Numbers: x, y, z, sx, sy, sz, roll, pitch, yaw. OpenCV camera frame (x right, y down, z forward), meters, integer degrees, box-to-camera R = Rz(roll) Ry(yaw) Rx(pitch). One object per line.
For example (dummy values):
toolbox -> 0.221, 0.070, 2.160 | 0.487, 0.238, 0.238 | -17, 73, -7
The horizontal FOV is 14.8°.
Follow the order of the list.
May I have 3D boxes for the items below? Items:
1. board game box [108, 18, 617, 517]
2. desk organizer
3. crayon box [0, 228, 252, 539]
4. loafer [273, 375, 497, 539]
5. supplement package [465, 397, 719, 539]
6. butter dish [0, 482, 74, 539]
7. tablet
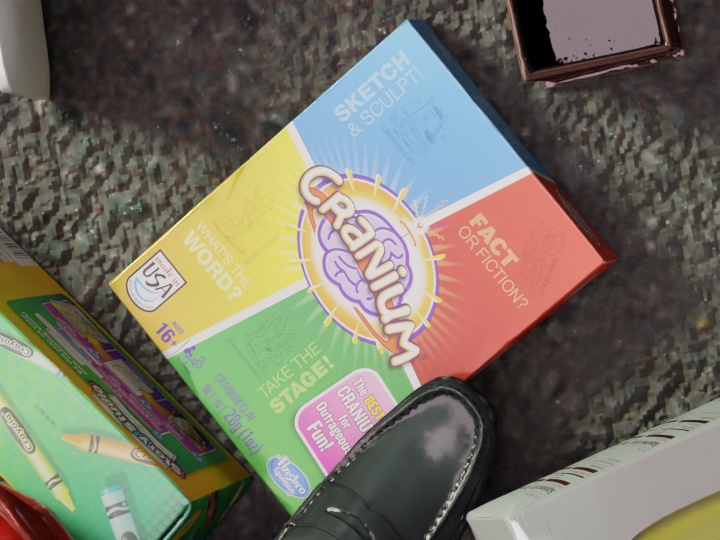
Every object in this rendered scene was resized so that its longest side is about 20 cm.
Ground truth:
board game box -> 0.000, 0.000, 1.344 | 0.200, 0.040, 0.153 | -41, 84, 13
desk organizer -> 0.092, -0.190, 1.292 | 0.071, 0.077, 0.201 | -12, 91, 14
crayon box -> -0.152, 0.059, 1.343 | 0.200, 0.119, 0.058 | 44, 100, 8
loafer -> -0.006, 0.136, 1.292 | 0.068, 0.070, 0.201 | 38, 93, 13
supplement package -> 0.180, 0.154, 1.230 | 0.199, 0.147, 0.192 | -24, 88, -6
butter dish -> -0.183, 0.194, 1.283 | 0.148, 0.199, 0.200 | -40, 109, -17
tablet -> -0.174, -0.183, 1.330 | 0.014, 0.130, 0.201 | -9, 92, 2
